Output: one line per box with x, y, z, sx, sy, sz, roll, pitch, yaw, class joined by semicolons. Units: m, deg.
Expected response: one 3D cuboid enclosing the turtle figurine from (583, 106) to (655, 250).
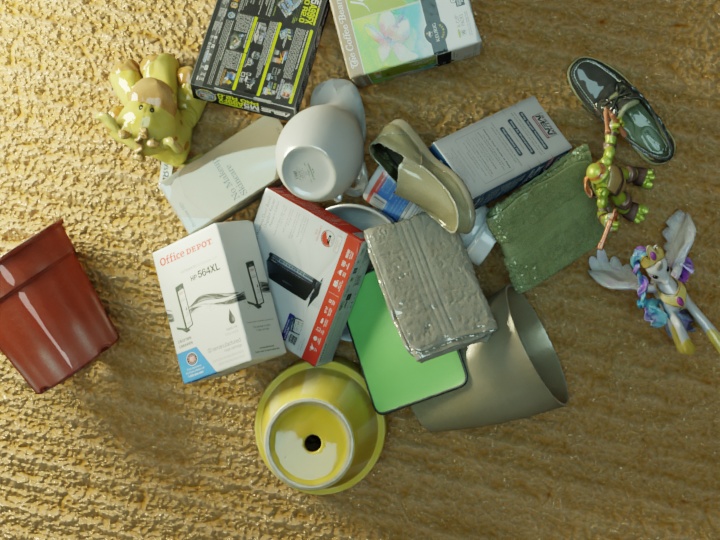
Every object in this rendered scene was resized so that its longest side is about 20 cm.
0.354;-0.115;1.676;0.064;0.160;0.203;-6;76;36;turtle figurine

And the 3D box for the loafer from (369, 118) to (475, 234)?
0.080;-0.119;1.622;0.068;0.076;0.200;-26;61;-25;loafer

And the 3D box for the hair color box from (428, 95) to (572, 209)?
0.192;-0.161;1.685;0.199;0.061;0.101;-27;75;-29;hair color box

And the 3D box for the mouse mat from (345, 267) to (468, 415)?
0.056;0.088;1.685;0.160;0.008;0.203;-22;80;28;mouse mat

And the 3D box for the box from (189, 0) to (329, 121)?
-0.144;-0.328;1.735;0.158;0.044;0.202;13;70;3;box

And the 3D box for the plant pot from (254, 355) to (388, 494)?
-0.061;0.233;1.721;0.198;0.189;0.204;0;93;4;plant pot

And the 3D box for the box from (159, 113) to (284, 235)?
-0.187;-0.138;1.751;0.199;0.078;0.096;-34;89;-5;box

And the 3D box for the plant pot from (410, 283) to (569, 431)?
0.169;0.150;1.715;0.198;0.187;0.189;-29;90;18;plant pot

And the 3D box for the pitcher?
-0.039;-0.157;1.683;0.120;0.201;0.173;-15;114;21;pitcher

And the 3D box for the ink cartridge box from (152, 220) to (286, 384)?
-0.206;0.045;1.725;0.145;0.084;0.203;-21;81;36;ink cartridge box

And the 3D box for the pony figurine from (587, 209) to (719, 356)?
0.431;0.019;1.685;0.166;0.193;0.201;-33;109;9;pony figurine

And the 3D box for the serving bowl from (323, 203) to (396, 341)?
0.000;0.000;1.752;0.198;0.066;0.203;4;99;26;serving bowl

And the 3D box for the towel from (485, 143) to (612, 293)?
0.274;-0.072;1.703;0.199;0.036;0.150;-35;116;-18;towel

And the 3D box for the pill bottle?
0.112;-0.097;1.728;0.199;0.112;0.113;34;95;1;pill bottle

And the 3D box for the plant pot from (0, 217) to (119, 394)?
-0.467;0.061;1.754;0.199;0.201;0.197;-32;98;6;plant pot

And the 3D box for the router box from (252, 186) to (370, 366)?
-0.089;0.007;1.730;0.178;0.049;0.202;29;109;25;router box

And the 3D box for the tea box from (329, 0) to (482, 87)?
0.056;-0.388;1.707;0.194;0.134;0.203;-15;92;6;tea box

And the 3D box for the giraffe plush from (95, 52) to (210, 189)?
-0.305;-0.220;1.731;0.170;0.162;0.203;-9;92;5;giraffe plush

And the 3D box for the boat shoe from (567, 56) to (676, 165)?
0.381;-0.234;1.721;0.072;0.066;0.201;-44;89;5;boat shoe

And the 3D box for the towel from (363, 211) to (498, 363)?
0.096;0.018;1.629;0.131;0.035;0.202;-17;73;-11;towel
